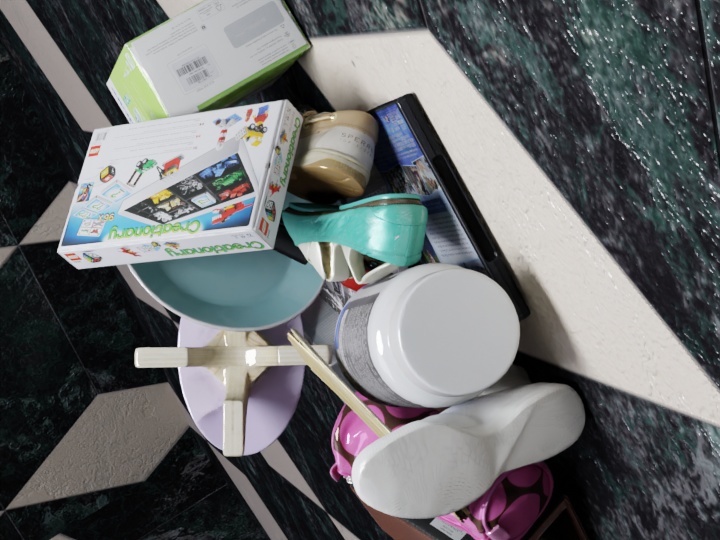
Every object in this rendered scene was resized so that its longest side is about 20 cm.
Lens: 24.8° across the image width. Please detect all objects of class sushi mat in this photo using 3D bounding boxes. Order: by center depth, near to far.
[{"bbox_3d":[0.014,0.129,1.368,0.200,0.012,0.096,44,174,23],"label":"sushi mat"}]

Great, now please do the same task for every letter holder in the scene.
[{"bbox_3d":[0.111,0.245,1.520,0.200,0.101,0.142,26,155,46],"label":"letter holder"}]

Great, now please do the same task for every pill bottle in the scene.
[{"bbox_3d":[0.052,0.053,1.303,0.114,0.114,0.200,60,167,-3],"label":"pill bottle"}]

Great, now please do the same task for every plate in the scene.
[{"bbox_3d":[-0.123,-0.029,1.447,0.200,0.200,0.026,55,144,16],"label":"plate"}]

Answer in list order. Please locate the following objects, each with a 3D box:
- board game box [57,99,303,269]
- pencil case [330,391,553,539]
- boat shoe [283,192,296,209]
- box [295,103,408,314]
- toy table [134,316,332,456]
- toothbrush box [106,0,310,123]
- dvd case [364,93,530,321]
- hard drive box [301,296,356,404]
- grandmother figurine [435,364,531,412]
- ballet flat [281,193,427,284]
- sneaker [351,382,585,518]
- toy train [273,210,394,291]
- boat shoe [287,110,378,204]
[{"bbox_3d":[-0.151,-0.070,1.357,0.200,0.126,0.035,-5,149,29],"label":"board game box"},{"bbox_3d":[0.067,0.175,1.440,0.200,0.094,0.091,18,150,41],"label":"pencil case"},{"bbox_3d":[-0.091,-0.060,1.523,0.200,0.073,0.062,63,150,11],"label":"boat shoe"},{"bbox_3d":[-0.015,-0.036,1.538,0.158,0.048,0.200,45,156,47],"label":"box"},{"bbox_3d":[-0.120,0.080,1.580,0.117,0.184,0.200,94,164,-87],"label":"toy table"},{"bbox_3d":[-0.144,-0.188,1.506,0.086,0.146,0.200,60,166,-5],"label":"toothbrush box"},{"bbox_3d":[0.063,-0.047,1.334,0.200,0.018,0.143,61,166,-6],"label":"dvd case"},{"bbox_3d":[-0.027,0.061,1.732,0.200,0.077,0.156,49,172,41],"label":"hard drive box"},{"bbox_3d":[0.105,0.111,1.447,0.121,0.061,0.200,47,169,-1],"label":"grandmother figurine"},{"bbox_3d":[-0.011,-0.024,1.340,0.200,0.067,0.071,0,87,61],"label":"ballet flat"},{"bbox_3d":[0.074,0.137,1.288,0.088,0.200,0.075,15,118,63],"label":"sneaker"},{"bbox_3d":[0.000,0.000,1.430,0.200,0.034,0.046,25,-162,-2],"label":"toy train"},{"bbox_3d":[-0.034,-0.101,1.391,0.074,0.069,0.200,28,171,-23],"label":"boat shoe"}]
